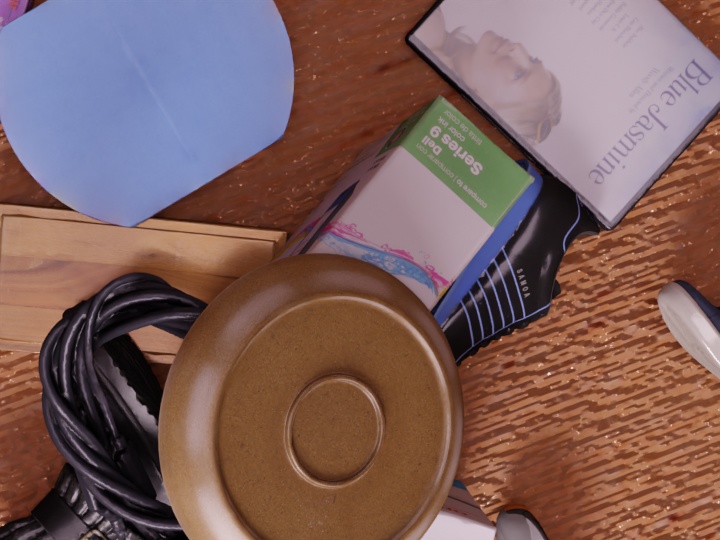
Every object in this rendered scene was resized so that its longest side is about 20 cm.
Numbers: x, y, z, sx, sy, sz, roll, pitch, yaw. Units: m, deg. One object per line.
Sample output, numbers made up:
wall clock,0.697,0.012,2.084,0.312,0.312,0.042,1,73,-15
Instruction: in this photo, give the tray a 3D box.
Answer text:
tray,-0.154,0.012,1.142,0.199,0.037,0.099,5,93,-4

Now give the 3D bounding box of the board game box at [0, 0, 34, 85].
board game box,-0.291,-0.160,1.126,0.120,0.032,0.201,19,92,-1

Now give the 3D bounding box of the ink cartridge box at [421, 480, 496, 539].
ink cartridge box,0.019,0.170,1.082,0.115,0.200,0.068,16,92,-5

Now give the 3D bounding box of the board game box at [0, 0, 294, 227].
board game box,-0.143,-0.127,1.133,0.200,0.039,0.158,-31,95,-2

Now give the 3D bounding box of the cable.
cable,-0.109,0.095,1.000,0.162,0.051,0.201,-1,114,25

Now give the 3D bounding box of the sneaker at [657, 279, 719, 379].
sneaker,0.295,0.058,1.164,0.200,0.075,0.085,41,91,-15

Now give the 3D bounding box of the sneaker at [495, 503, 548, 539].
sneaker,0.099,0.264,1.159,0.092,0.076,0.201,-6,93,0

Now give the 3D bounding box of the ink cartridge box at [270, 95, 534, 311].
ink cartridge box,0.000,0.000,1.072,0.087,0.145,0.200,40,73,-8

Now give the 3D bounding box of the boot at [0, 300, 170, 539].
boot,-0.192,0.140,1.105,0.157,0.079,0.212,-26,109,0

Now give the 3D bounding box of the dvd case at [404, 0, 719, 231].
dvd case,0.149,-0.145,1.166,0.200,0.018,0.143,42,89,-6

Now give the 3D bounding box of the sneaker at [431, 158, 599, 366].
sneaker,0.084,0.024,1.145,0.078,0.070,0.200,34,95,-17

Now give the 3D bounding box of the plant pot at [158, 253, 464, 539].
plant pot,-0.019,0.091,0.960,0.199,0.027,0.201,-2,94,-30
